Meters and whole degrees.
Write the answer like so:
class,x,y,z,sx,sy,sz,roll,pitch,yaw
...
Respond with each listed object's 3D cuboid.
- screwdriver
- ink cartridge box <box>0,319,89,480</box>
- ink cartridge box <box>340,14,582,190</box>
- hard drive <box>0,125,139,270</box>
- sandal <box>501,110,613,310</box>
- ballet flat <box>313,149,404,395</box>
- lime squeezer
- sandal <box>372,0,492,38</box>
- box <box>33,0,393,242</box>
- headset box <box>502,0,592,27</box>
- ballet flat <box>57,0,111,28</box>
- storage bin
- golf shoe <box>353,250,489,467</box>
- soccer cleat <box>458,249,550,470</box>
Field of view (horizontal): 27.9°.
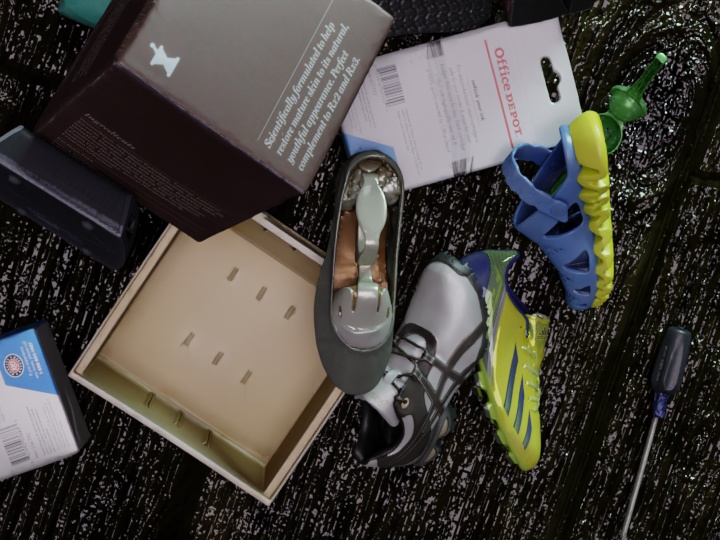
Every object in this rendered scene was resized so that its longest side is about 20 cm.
class,x,y,z,sx,sy,sz,roll,pitch,yaw
screwdriver,0.265,0.148,1.299,0.029,0.028,0.201,11,93,25
ink cartridge box,-0.350,0.131,1.249,0.200,0.067,0.116,-19,96,-1
ink cartridge box,0.080,-0.141,1.240,0.200,0.068,0.116,-15,97,-1
hard drive,-0.240,-0.057,1.174,0.135,0.200,0.042,32,78,-5
sandal,0.169,-0.047,1.224,0.087,0.080,0.200,-7,129,8
ballet flat,0.000,0.000,1.168,0.067,0.064,0.201,5,85,-10
lime squeezer,0.209,-0.128,1.236,0.038,0.071,0.200,54,135,17
sandal,0.013,-0.229,1.237,0.200,0.048,0.076,0,100,-20
box,-0.115,-0.145,1.090,0.164,0.200,0.166,35,67,-19
headset box,0.138,-0.303,1.154,0.077,0.149,0.200,-14,73,-1
ballet flat,-0.153,-0.218,1.219,0.200,0.067,0.071,-12,89,-3
storage bin,-0.105,0.056,1.240,0.200,0.094,0.199,34,94,-5
golf shoe,0.047,0.083,1.222,0.078,0.094,0.200,26,115,35
soccer cleat,0.134,0.078,1.269,0.084,0.065,0.201,-17,96,-3
